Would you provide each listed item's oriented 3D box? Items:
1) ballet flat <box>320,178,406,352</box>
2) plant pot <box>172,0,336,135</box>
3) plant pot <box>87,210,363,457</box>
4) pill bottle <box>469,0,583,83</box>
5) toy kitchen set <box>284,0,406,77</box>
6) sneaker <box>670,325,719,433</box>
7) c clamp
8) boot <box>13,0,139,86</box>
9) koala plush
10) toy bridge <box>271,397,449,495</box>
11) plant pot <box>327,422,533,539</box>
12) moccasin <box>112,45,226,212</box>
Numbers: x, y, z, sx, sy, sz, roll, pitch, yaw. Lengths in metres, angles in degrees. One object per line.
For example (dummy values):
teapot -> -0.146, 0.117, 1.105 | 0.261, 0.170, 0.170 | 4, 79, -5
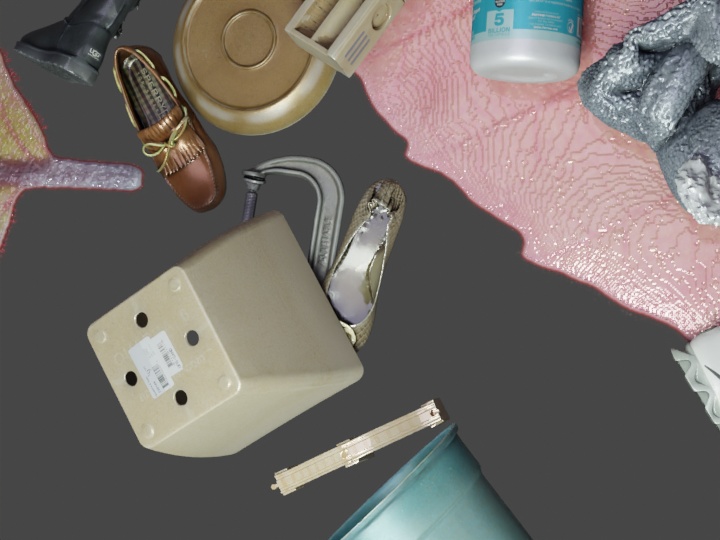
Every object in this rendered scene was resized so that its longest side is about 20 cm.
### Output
ballet flat -> 0.000, 0.000, 1.304 | 0.067, 0.046, 0.201 | 21, 93, 1
plant pot -> -0.118, -0.249, 1.363 | 0.198, 0.027, 0.202 | -1, 88, 17
plant pot -> -0.151, 0.076, 1.261 | 0.199, 0.177, 0.201 | -32, 81, 24
pill bottle -> 0.168, -0.293, 1.238 | 0.110, 0.111, 0.202 | 3, 88, 16
toy kitchen set -> 0.009, -0.301, 1.207 | 0.163, 0.200, 0.181 | 35, 87, 29
sneaker -> 0.381, 0.141, 1.177 | 0.088, 0.074, 0.201 | -31, 80, 15
c clamp -> -0.104, -0.032, 1.350 | 0.170, 0.027, 0.202 | 16, 93, 16
boot -> -0.292, -0.309, 1.389 | 0.164, 0.065, 0.201 | 22, 84, 47
koala plush -> 0.317, -0.131, 1.167 | 0.183, 0.177, 0.201 | -25, 82, 25
toy bridge -> -0.006, 0.186, 1.292 | 0.199, 0.067, 0.027 | -27, 81, 13
plant pot -> 0.086, 0.287, 1.207 | 0.200, 0.200, 0.196 | -45, 86, 10
moccasin -> -0.209, -0.156, 1.357 | 0.073, 0.078, 0.203 | -24, 85, 15
